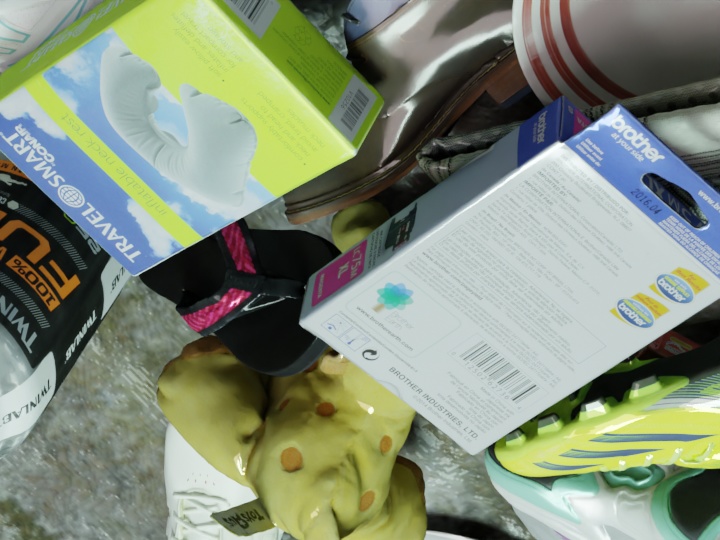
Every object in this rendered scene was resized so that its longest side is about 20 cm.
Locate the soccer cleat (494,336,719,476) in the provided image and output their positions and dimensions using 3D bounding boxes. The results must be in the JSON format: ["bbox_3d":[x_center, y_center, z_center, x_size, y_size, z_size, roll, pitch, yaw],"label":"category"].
[{"bbox_3d":[0.163,0.075,1.220,0.200,0.065,0.084,-21,110,21],"label":"soccer cleat"}]

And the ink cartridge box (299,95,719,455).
[{"bbox_3d":[0.083,-0.001,1.136,0.119,0.042,0.200,38,127,-24],"label":"ink cartridge box"}]

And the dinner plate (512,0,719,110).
[{"bbox_3d":[0.168,-0.126,1.115,0.200,0.024,0.200,-3,136,-3],"label":"dinner plate"}]

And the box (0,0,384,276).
[{"bbox_3d":[-0.099,-0.075,1.203,0.122,0.048,0.200,45,135,-18],"label":"box"}]

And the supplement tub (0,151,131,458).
[{"bbox_3d":[-0.205,0.021,1.302,0.122,0.200,0.123,11,130,14],"label":"supplement tub"}]

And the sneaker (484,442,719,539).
[{"bbox_3d":[0.171,0.142,1.309,0.200,0.078,0.140,19,151,33],"label":"sneaker"}]

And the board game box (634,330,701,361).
[{"bbox_3d":[0.225,0.103,1.290,0.200,0.019,0.103,27,147,0],"label":"board game box"}]

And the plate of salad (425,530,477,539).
[{"bbox_3d":[0.054,0.236,1.467,0.200,0.048,0.200,12,129,14],"label":"plate of salad"}]

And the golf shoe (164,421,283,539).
[{"bbox_3d":[-0.083,0.165,1.440,0.075,0.092,0.200,6,127,20],"label":"golf shoe"}]

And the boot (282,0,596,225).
[{"bbox_3d":[0.017,-0.104,1.205,0.200,0.075,0.097,-33,99,28],"label":"boot"}]

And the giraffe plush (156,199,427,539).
[{"bbox_3d":[0.000,0.056,1.291,0.172,0.200,0.162,37,102,-2],"label":"giraffe plush"}]

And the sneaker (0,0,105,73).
[{"bbox_3d":[-0.169,-0.124,1.261,0.200,0.070,0.080,-13,123,30],"label":"sneaker"}]

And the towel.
[{"bbox_3d":[0.157,-0.022,1.182,0.200,0.035,0.193,-12,144,29],"label":"towel"}]

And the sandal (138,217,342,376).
[{"bbox_3d":[-0.073,0.002,1.262,0.045,0.075,0.200,19,-178,-37],"label":"sandal"}]
